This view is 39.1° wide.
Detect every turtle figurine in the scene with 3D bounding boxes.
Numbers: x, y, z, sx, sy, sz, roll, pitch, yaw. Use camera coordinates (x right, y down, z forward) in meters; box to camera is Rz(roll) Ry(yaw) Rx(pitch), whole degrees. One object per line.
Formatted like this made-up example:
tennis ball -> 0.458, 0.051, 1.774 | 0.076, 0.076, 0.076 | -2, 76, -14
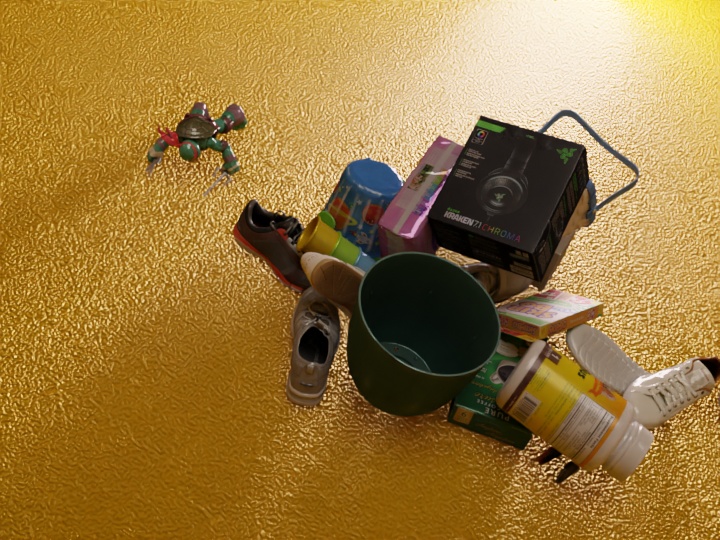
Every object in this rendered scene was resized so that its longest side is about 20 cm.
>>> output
turtle figurine -> -0.259, -0.207, 1.637 | 0.148, 0.102, 0.201 | 20, 38, 1

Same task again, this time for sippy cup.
sippy cup -> 0.006, -0.097, 1.584 | 0.138, 0.131, 0.179 | 18, 38, -5

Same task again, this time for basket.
basket -> 0.313, -0.150, 1.602 | 0.199, 0.139, 0.177 | -38, 61, -8

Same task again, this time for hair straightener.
hair straightener -> 0.342, 0.256, 1.434 | 0.198, 0.041, 0.077 | -15, 53, -37

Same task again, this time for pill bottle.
pill bottle -> 0.288, 0.191, 1.361 | 0.199, 0.110, 0.109 | 36, 45, 8

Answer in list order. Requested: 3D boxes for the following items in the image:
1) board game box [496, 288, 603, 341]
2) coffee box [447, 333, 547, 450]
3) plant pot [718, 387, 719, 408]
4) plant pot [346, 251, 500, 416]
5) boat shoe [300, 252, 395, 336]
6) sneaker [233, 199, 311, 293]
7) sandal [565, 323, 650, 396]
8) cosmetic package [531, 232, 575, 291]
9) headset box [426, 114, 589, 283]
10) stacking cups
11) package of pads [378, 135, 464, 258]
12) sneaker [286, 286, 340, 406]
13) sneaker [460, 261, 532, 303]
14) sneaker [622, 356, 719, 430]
board game box -> 0.274, 0.066, 1.524 | 0.095, 0.030, 0.199 | 17, 23, 40
coffee box -> 0.201, 0.155, 1.472 | 0.121, 0.044, 0.201 | 20, 43, -1
plant pot -> 0.645, 0.168, 1.529 | 0.181, 0.202, 0.201 | 11, 41, 16
plant pot -> 0.069, 0.103, 1.386 | 0.198, 0.162, 0.203 | 11, 49, -13
boat shoe -> -0.011, 0.028, 1.456 | 0.200, 0.071, 0.069 | 41, 0, -41
sneaker -> -0.105, -0.036, 1.525 | 0.198, 0.082, 0.077 | 31, 44, 9
sandal -> 0.382, 0.162, 1.529 | 0.202, 0.050, 0.083 | 38, 49, -1
cosmetic package -> 0.246, -0.069, 1.681 | 0.198, 0.088, 0.103 | 30, 43, 11
headset box -> 0.221, -0.112, 1.481 | 0.172, 0.093, 0.201 | 21, 71, 25
stacking cups -> 0.000, 0.000, 1.501 | 0.199, 0.060, 0.061 | 35, 40, -16
package of pads -> 0.100, -0.093, 1.551 | 0.075, 0.121, 0.201 | 24, 61, 18
sneaker -> -0.057, 0.090, 1.416 | 0.074, 0.083, 0.202 | 10, 44, -9
sneaker -> 0.192, 0.023, 1.544 | 0.197, 0.076, 0.115 | -7, 6, -20
sneaker -> 0.459, 0.168, 1.482 | 0.199, 0.085, 0.073 | -23, 77, -37
